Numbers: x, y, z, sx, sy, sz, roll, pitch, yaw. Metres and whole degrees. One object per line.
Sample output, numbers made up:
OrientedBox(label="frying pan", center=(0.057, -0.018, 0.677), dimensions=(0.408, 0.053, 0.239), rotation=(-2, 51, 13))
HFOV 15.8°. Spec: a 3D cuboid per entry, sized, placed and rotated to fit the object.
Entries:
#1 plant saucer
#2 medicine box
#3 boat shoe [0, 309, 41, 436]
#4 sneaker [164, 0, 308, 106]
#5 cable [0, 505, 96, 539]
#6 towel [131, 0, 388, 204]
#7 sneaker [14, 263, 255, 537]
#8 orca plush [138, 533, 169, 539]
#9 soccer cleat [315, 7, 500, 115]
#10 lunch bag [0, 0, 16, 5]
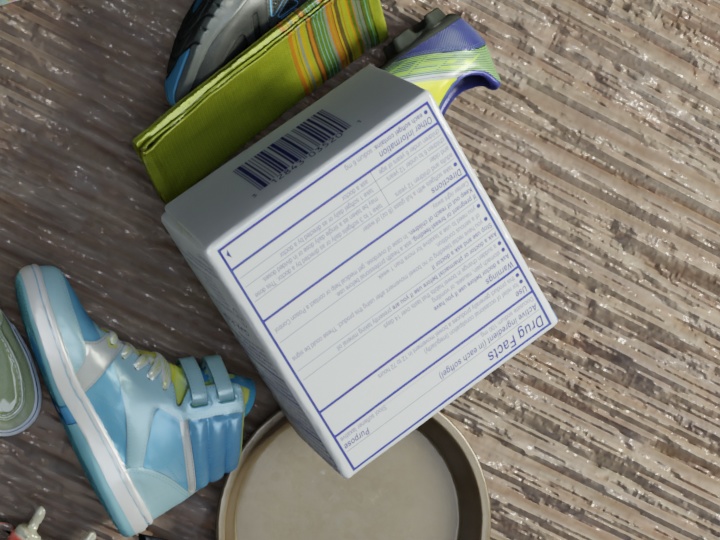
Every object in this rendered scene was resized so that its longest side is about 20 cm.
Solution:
OrientedBox(label="plant saucer", center=(-0.006, 0.178, 1.821), dimensions=(0.199, 0.029, 0.201), rotation=(-1, 95, -13))
OrientedBox(label="medicine box", center=(0.000, 0.000, 1.725), dimensions=(0.182, 0.103, 0.201), rotation=(-35, 115, -10))
OrientedBox(label="boat shoe", center=(-0.280, 0.028, 1.724), dimensions=(0.072, 0.062, 0.200), rotation=(-35, 102, -9))
OrientedBox(label="sneaker", center=(-0.059, -0.186, 1.760), dimensions=(0.082, 0.073, 0.200), rotation=(35, 87, -18))
OrientedBox(label="cable", center=(-0.251, 0.250, 1.753), dimensions=(0.097, 0.050, 0.201), rotation=(34, 84, -13))
OrientedBox(label="towel", center=(-0.064, -0.124, 1.763), dimensions=(0.200, 0.086, 0.018), rotation=(-38, 61, -9))
OrientedBox(label="sneaker", center=(-0.147, 0.067, 1.754), dimensions=(0.130, 0.080, 0.201), rotation=(-25, 109, -9))
OrientedBox(label="orca plush", center=(-0.171, 0.278, 1.767), dimensions=(0.071, 0.105, 0.201), rotation=(9, 87, 21))
OrientedBox(label="soccer cleat", center=(0.012, -0.096, 1.785), dimensions=(0.200, 0.065, 0.084), rotation=(-41, 92, -10))
OrientedBox(label="lunch bag", center=(-0.272, -0.253, 1.680), dimensions=(0.199, 0.122, 0.171), rotation=(-7, 100, 1))
